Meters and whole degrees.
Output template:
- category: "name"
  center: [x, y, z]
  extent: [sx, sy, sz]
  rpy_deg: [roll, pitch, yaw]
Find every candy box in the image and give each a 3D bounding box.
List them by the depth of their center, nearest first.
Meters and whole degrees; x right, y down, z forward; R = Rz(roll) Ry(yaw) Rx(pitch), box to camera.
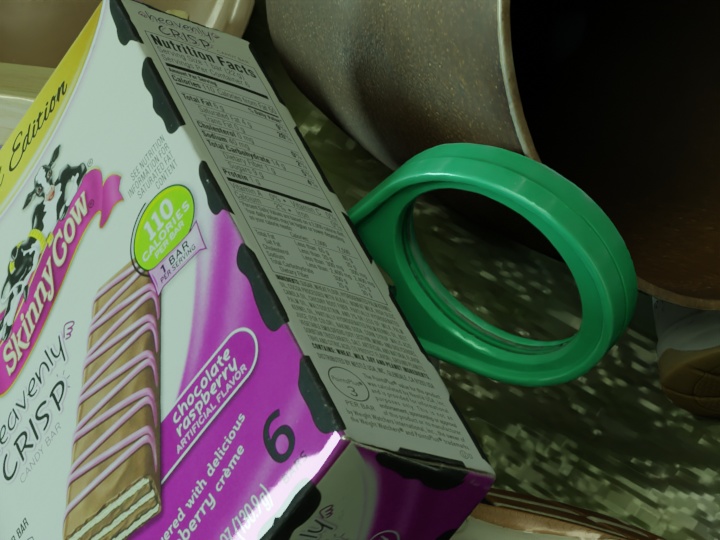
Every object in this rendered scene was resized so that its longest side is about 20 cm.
- category: "candy box"
  center: [-0.057, 0.033, 0.823]
  extent: [0.137, 0.061, 0.200]
  rpy_deg: [-52, 43, 23]

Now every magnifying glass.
- category: "magnifying glass"
  center: [0.000, 0.000, 0.861]
  extent: [0.199, 0.080, 0.022]
  rpy_deg: [-4, 35, 42]

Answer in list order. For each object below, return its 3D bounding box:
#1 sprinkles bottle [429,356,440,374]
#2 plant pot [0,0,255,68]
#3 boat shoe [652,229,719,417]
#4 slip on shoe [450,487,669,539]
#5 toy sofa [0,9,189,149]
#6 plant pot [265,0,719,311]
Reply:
- category: "sprinkles bottle"
  center: [-0.075, 0.042, 0.954]
  extent: [0.198, 0.068, 0.069]
  rpy_deg: [6, 65, 17]
- category: "plant pot"
  center: [-0.133, -0.135, 1.021]
  extent: [0.199, 0.202, 0.093]
  rpy_deg: [-16, 20, 5]
- category: "boat shoe"
  center: [0.191, -0.010, 0.914]
  extent: [0.198, 0.071, 0.070]
  rpy_deg: [-12, 60, 9]
- category: "slip on shoe"
  center: [0.044, 0.102, 0.872]
  extent: [0.199, 0.076, 0.061]
  rpy_deg: [16, 91, -12]
- category: "toy sofa"
  center: [-0.158, -0.044, 0.961]
  extent: [0.198, 0.083, 0.098]
  rpy_deg: [7, 108, -2]
- category: "plant pot"
  center: [0.061, -0.091, 0.922]
  extent: [0.199, 0.187, 0.187]
  rpy_deg: [10, 61, 55]
